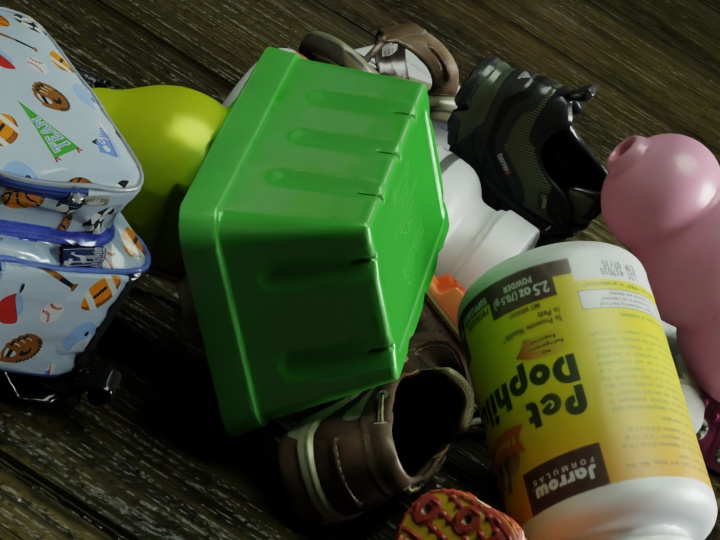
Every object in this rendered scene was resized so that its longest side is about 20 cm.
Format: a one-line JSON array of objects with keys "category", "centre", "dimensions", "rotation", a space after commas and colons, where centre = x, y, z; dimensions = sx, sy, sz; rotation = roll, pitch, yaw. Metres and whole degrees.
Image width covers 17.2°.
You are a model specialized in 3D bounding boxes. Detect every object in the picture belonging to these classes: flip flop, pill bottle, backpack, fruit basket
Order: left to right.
[{"category": "backpack", "centre": [-0.210, -0.038, 1.128], "dimensions": [0.190, 0.154, 0.200], "rotation": [-4, 42, -42]}, {"category": "fruit basket", "centre": [-0.070, -0.027, 1.242], "dimensions": [0.215, 0.156, 0.216], "rotation": [-9, 29, 5]}, {"category": "pill bottle", "centre": [0.002, -0.039, 1.469], "dimensions": [0.200, 0.116, 0.116], "rotation": [34, 20, 8]}, {"category": "flip flop", "centre": [0.037, -0.129, 1.545], "dimensions": [0.200, 0.058, 0.081], "rotation": [13, 14, -46]}, {"category": "pill bottle", "centre": [0.123, 0.093, 1.267], "dimensions": [0.109, 0.109, 0.200], "rotation": [13, 52, -40]}]

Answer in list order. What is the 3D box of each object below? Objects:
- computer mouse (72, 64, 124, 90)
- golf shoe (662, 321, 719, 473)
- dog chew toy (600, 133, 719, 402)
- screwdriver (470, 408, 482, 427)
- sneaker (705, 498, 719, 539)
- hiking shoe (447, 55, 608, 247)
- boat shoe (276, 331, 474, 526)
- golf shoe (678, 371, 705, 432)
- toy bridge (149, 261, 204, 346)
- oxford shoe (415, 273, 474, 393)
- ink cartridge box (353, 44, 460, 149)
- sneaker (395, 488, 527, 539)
[{"category": "computer mouse", "centre": [-0.185, -0.097, 1.393], "dimensions": [0.138, 0.053, 0.200], "rotation": [17, 19, 17]}, {"category": "golf shoe", "centre": [0.219, 0.069, 1.592], "dimensions": [0.200, 0.075, 0.092], "rotation": [38, 13, 10]}, {"category": "dog chew toy", "centre": [0.226, -0.004, 1.476], "dimensions": [0.200, 0.125, 0.125], "rotation": [47, 16, -14]}, {"category": "screwdriver", "centre": [0.062, 0.086, 1.383], "dimensions": [0.028, 0.029, 0.200], "rotation": [41, 21, 27]}, {"category": "sneaker", "centre": [0.262, 0.202, 1.341], "dimensions": [0.200, 0.070, 0.076], "rotation": [44, 20, 7]}, {"category": "hiking shoe", "centre": [0.112, -0.036, 1.520], "dimensions": [0.101, 0.200, 0.076], "rotation": [17, 42, 30]}, {"category": "boat shoe", "centre": [0.029, 0.080, 1.255], "dimensions": [0.075, 0.075, 0.202], "rotation": [66, 25, -10]}, {"category": "golf shoe", "centre": [0.161, 0.118, 1.421], "dimensions": [0.200, 0.078, 0.097], "rotation": [-7, 63, -57]}, {"category": "toy bridge", "centre": [-0.085, 0.016, 1.319], "dimensions": [0.200, 0.027, 0.067], "rotation": [24, 21, -23]}, {"category": "oxford shoe", "centre": [0.000, 0.000, 1.374], "dimensions": [0.200, 0.073, 0.071], "rotation": [48, 4, -1]}, {"category": "ink cartridge box", "centre": [0.026, -0.080, 1.649], "dimensions": [0.146, 0.086, 0.200], "rotation": [35, 19, 12]}, {"category": "sneaker", "centre": [0.088, 0.185, 1.152], "dimensions": [0.200, 0.073, 0.077], "rotation": [48, 3, 30]}]
